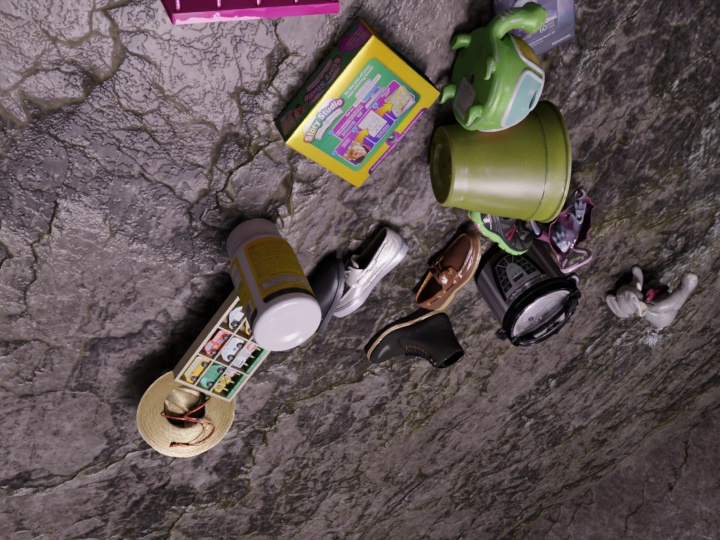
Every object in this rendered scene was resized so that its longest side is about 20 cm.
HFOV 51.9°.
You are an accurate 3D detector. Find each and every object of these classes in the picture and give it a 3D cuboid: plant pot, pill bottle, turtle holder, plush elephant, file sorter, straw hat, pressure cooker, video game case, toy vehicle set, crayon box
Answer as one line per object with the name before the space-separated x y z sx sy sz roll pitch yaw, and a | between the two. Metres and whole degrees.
plant pot | 0.221 -0.177 1.241 0.188 0.203 0.203 -5 136 -12
pill bottle | -0.146 0.017 1.185 0.112 0.202 0.116 -16 140 -15
turtle holder | 0.210 -0.308 1.129 0.129 0.141 0.191 0 103 -24
plush elephant | 0.706 0.067 1.847 0.153 0.164 0.203 31 79 -10
file sorter | -0.132 -0.373 0.832 0.196 0.140 0.127 -12 135 -22
straw hat | -0.334 0.245 1.394 0.197 0.085 0.206 -12 120 -21
pressure cooker | 0.355 0.051 1.545 0.175 0.202 0.178 -8 139 -24
video game case | 0.267 -0.416 1.138 0.141 0.019 0.202 -28 142 -5
toy vehicle set | -0.226 0.135 1.304 0.123 0.027 0.201 28 109 -35
crayon box | -0.004 -0.244 1.113 0.200 0.059 0.171 -46 138 18

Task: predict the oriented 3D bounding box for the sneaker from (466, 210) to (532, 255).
sneaker | 0.291 -0.093 1.450 0.084 0.078 0.198 -43 141 22

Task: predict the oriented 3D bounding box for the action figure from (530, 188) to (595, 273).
action figure | 0.422 -0.080 1.490 0.131 0.152 0.200 -22 174 4

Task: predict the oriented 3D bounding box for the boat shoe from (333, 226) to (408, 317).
boat shoe | 0.000 0.000 1.374 0.069 0.071 0.200 35 110 -32

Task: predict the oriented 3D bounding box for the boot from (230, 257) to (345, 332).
boot | -0.138 0.045 1.339 0.195 0.066 0.168 4 123 -26

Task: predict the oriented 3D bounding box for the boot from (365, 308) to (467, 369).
boot | 0.117 0.172 1.569 0.198 0.140 0.078 -34 142 6

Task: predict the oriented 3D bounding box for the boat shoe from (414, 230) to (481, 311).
boat shoe | 0.174 0.005 1.482 0.066 0.073 0.202 0 134 -35
